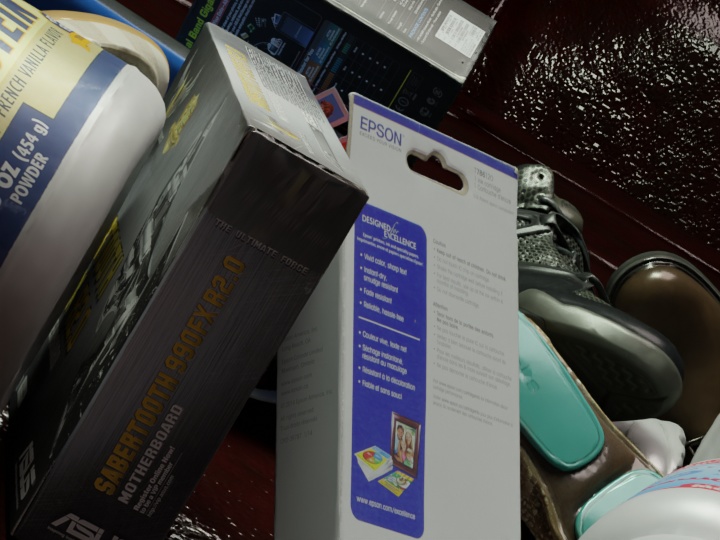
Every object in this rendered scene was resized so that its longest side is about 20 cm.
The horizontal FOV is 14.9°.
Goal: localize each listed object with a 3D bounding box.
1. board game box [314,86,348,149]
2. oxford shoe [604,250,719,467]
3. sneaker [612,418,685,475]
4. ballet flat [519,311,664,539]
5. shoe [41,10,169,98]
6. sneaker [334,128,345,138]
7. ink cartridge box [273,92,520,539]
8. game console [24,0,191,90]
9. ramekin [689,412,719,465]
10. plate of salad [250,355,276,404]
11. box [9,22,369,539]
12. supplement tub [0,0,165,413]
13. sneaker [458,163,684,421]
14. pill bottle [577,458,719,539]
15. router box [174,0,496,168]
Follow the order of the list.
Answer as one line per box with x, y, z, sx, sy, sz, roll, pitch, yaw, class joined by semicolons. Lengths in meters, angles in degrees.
0.000;0.000;1.245;0.201;0.039;0.158;62;17;-22;board game box
0.182;0.082;1.409;0.084;0.072;0.201;-106;171;-69;oxford shoe
0.091;0.088;1.359;0.099;0.078;0.200;19;4;-18;sneaker
0.099;0.103;1.242;0.201;0.070;0.065;58;-27;15;ballet flat
-0.174;-0.073;1.228;0.199;0.070;0.053;-6;36;-27;shoe
-0.001;-0.001;1.502;0.200;0.075;0.088;47;-15;0;sneaker
0.015;0.045;0.995;0.039;0.201;0.099;-16;-28;40;ink cartridge box
-0.100;-0.066;1.415;0.199;0.171;0.118;34;36;19;game console
0.247;0.131;1.234;0.202;0.203;0.094;39;2;43;ramekin
-0.100;-0.001;1.255;0.199;0.048;0.200;30;8;-5;plate of salad
-0.067;0.006;0.977;0.048;0.159;0.200;28;10;-13;box
-0.182;-0.048;0.938;0.199;0.145;0.144;30;9;-4;supplement tub
0.094;0.005;1.338;0.199;0.114;0.076;17;-34;48;sneaker
0.134;0.136;1.082;0.108;0.109;0.200;33;9;12;pill bottle
-0.034;-0.097;1.527;0.149;0.200;0.062;31;46;-2;router box
